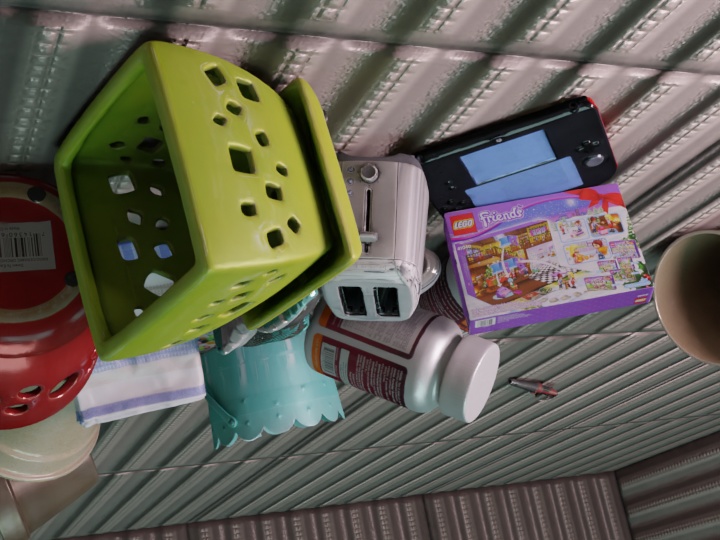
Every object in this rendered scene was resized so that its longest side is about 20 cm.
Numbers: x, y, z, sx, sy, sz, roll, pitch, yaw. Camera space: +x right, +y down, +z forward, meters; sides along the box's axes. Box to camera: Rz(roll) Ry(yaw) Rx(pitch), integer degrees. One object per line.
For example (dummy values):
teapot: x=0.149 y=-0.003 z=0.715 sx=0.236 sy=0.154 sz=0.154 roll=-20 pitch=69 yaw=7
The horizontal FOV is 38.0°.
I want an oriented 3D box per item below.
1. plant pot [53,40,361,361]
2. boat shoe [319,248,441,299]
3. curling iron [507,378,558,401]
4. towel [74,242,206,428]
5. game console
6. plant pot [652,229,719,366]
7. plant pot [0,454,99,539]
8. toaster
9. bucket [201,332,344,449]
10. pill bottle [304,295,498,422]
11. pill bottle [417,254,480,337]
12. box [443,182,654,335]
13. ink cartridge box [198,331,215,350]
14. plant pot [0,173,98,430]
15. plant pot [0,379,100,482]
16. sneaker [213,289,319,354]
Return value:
plant pot: x=-0.122 y=-0.053 z=0.879 sx=0.181 sy=0.200 sz=0.200 roll=-3 pitch=159 yaw=-40
boat shoe: x=0.000 y=0.000 z=1.261 sx=0.199 sy=0.071 sz=0.070 roll=-4 pitch=162 yaw=-2
curling iron: x=0.354 y=0.246 z=2.158 sx=0.049 sy=0.026 sz=0.200 roll=-25 pitch=156 yaw=26
towel: x=-0.255 y=0.065 z=1.135 sx=0.146 sy=0.201 sz=0.024 roll=-11 pitch=-165 yaw=-9
game console: x=0.164 y=-0.109 z=1.104 sx=0.199 sy=0.031 sz=0.177 roll=-18 pitch=159 yaw=16
plant pot: x=0.550 y=0.021 z=1.480 sx=0.199 sy=0.188 sz=0.187 roll=-13 pitch=165 yaw=-40
plant pot: x=-0.531 y=0.330 z=1.716 sx=0.173 sy=0.201 sz=0.200 roll=-21 pitch=164 yaw=-21
toaster: x=0.012 y=-0.028 z=1.075 sx=0.113 sy=0.130 sz=0.200 roll=3 pitch=160 yaw=3
bucket: x=-0.129 y=0.167 z=1.486 sx=0.206 sy=0.135 sz=0.207 roll=-13 pitch=172 yaw=-2
pill bottle: x=0.046 y=0.093 z=1.172 sx=0.199 sy=0.110 sz=0.110 roll=19 pitch=171 yaw=23
pill bottle: x=0.140 y=0.027 z=1.339 sx=0.109 sy=0.110 sz=0.200 roll=1 pitch=157 yaw=-29
box: x=0.200 y=-0.014 z=1.132 sx=0.199 sy=0.137 sz=0.039 roll=-10 pitch=150 yaw=-1
ink cartridge box: x=-0.221 y=0.074 z=1.379 sx=0.199 sy=0.042 sz=0.119 roll=-18 pitch=159 yaw=13
plant pot: x=-0.330 y=0.028 z=0.966 sx=0.200 sy=0.201 sz=0.183 roll=-2 pitch=156 yaw=-24
plant pot: x=-0.369 y=0.121 z=1.244 sx=0.200 sy=0.201 sz=0.183 roll=6 pitch=142 yaw=-39
sneaker: x=-0.085 y=0.037 z=1.113 sx=0.091 sy=0.078 sz=0.200 roll=-2 pitch=167 yaw=-32
